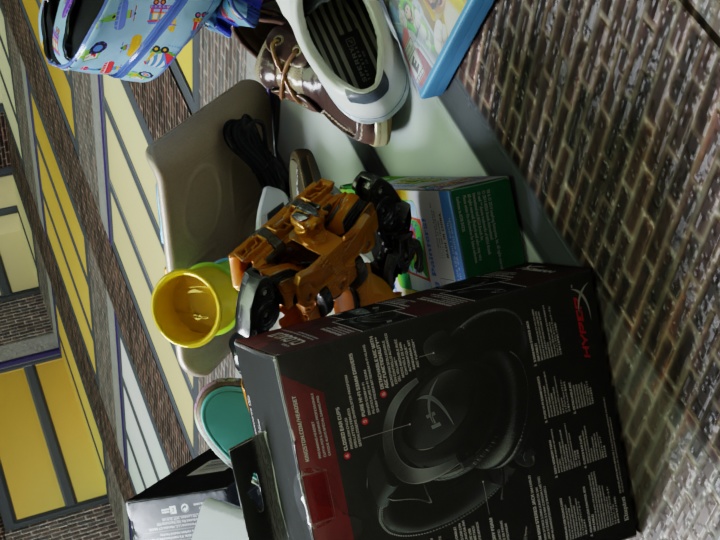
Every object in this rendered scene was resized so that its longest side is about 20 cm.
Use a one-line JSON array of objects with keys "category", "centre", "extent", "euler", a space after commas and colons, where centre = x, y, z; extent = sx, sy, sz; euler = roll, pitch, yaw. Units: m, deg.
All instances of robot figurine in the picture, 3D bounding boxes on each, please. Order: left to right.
[{"category": "robot figurine", "centre": [-0.022, 0.034, 0.798], "extent": [0.058, 0.145, 0.200], "euler": [27, 145, 33]}]

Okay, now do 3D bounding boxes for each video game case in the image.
[{"category": "video game case", "centre": [0.026, -0.221, 0.792], "extent": [0.143, 0.018, 0.201], "euler": [120, 134, -65]}]

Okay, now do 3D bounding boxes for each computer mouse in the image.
[{"category": "computer mouse", "centre": [-0.066, -0.027, 1.072], "extent": [0.200, 0.044, 0.110], "euler": [-107, -6, -47]}]

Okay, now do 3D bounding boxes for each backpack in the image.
[{"category": "backpack", "centre": [-0.142, -0.220, 0.973], "extent": [0.201, 0.134, 0.182], "euler": [-65, 27, 1]}]

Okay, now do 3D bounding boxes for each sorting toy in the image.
[{"category": "sorting toy", "centre": [-0.119, -0.039, 1.145], "extent": [0.036, 0.185, 0.201], "euler": [4, 118, 23]}]

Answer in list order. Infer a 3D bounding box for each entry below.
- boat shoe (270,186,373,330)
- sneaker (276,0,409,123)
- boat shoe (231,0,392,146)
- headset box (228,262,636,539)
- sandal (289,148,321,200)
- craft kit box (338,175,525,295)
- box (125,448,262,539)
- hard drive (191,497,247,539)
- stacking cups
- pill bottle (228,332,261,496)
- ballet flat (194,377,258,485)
[{"category": "boat shoe", "centre": [-0.029, 0.020, 0.922], "extent": [0.202, 0.072, 0.060], "euler": [104, 157, -56]}, {"category": "sneaker", "centre": [-0.025, -0.188, 0.852], "extent": [0.200, 0.073, 0.071], "euler": [60, 179, 6]}, {"category": "boat shoe", "centre": [-0.039, -0.141, 0.956], "extent": [0.200, 0.072, 0.072], "euler": [-124, 27, -47]}, {"category": "headset box", "centre": [0.032, 0.091, 0.714], "extent": [0.077, 0.199, 0.149], "euler": [-171, 68, -70]}, {"category": "sandal", "centre": [0.000, 0.000, 0.988], "extent": [0.201, 0.054, 0.082], "euler": [65, 170, -11]}, {"category": "craft kit box", "centre": [0.053, 0.041, 0.866], "extent": [0.197, 0.048, 0.201], "euler": [-171, 68, -68]}, {"category": "box", "centre": [-0.111, 0.267, 1.271], "extent": [0.200, 0.104, 0.183], "euler": [-25, -76, -71]}, {"category": "hard drive", "centre": [-0.061, 0.253, 0.990], "extent": [0.200, 0.026, 0.132], "euler": [9, 80, 44]}, {"category": "stacking cups", "centre": [-0.094, 0.009, 1.094], "extent": [0.200, 0.060, 0.061], "euler": [-29, -71, -66]}, {"category": "pill bottle", "centre": [-0.035, 0.134, 1.082], "extent": [0.112, 0.111, 0.201], "euler": [117, 136, -63]}, {"category": "ballet flat", "centre": [-0.030, 0.133, 0.984], "extent": [0.069, 0.199, 0.071], "euler": [-60, 9, 11]}]
